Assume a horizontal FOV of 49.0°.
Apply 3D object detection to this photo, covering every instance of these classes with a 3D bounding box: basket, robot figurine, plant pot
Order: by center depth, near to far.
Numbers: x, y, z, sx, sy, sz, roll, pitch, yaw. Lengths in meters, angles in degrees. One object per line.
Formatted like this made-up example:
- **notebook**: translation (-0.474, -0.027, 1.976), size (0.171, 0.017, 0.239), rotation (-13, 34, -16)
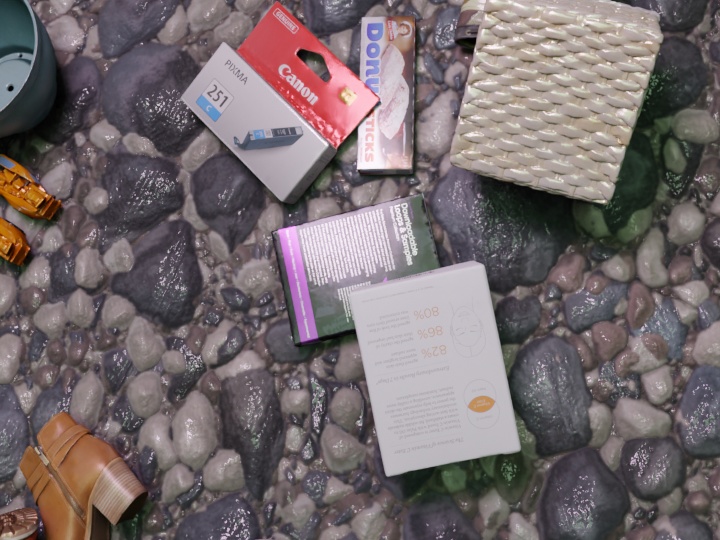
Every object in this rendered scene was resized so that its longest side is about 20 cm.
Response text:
- **basket**: translation (0.211, -0.202, 0.878), size (0.196, 0.161, 0.202), rotation (17, 114, 11)
- **plant pot**: translation (-0.476, -0.255, 1.017), size (0.196, 0.134, 0.205), rotation (-1, 80, 6)
- **robot figurine**: translation (-0.496, -0.102, 1.031), size (0.198, 0.058, 0.146), rotation (31, 82, 11)

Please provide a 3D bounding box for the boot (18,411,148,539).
- **boot**: translation (-0.364, 0.286, 0.940), size (0.154, 0.077, 0.201), rotation (37, 93, 16)

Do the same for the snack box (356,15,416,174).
- **snack box**: translation (0.034, -0.223, 1.007), size (0.070, 0.024, 0.204), rotation (0, 80, 8)

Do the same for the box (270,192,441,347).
- **box**: translation (0.000, 0.000, 0.967), size (0.196, 0.036, 0.146), rotation (-14, 80, 5)

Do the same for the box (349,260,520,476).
- **box**: translation (0.081, 0.105, 0.882), size (0.149, 0.106, 0.204), rotation (-11, 92, 4)

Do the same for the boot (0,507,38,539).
- **boot**: translation (-0.416, 0.337, 0.906), size (0.198, 0.074, 0.109), rotation (-26, 80, 42)

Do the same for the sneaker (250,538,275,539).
- **sneaker**: translation (-0.069, 0.359, 0.869), size (0.196, 0.116, 0.077), rotation (18, 82, 9)

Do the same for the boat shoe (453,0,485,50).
- **boat shoe**: translation (0.209, -0.278, 0.977), size (0.198, 0.072, 0.067), rotation (23, 89, 15)

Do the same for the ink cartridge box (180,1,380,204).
- **ink cartridge box**: translation (-0.103, -0.217, 0.998), size (0.200, 0.045, 0.177), rotation (44, 99, 12)
